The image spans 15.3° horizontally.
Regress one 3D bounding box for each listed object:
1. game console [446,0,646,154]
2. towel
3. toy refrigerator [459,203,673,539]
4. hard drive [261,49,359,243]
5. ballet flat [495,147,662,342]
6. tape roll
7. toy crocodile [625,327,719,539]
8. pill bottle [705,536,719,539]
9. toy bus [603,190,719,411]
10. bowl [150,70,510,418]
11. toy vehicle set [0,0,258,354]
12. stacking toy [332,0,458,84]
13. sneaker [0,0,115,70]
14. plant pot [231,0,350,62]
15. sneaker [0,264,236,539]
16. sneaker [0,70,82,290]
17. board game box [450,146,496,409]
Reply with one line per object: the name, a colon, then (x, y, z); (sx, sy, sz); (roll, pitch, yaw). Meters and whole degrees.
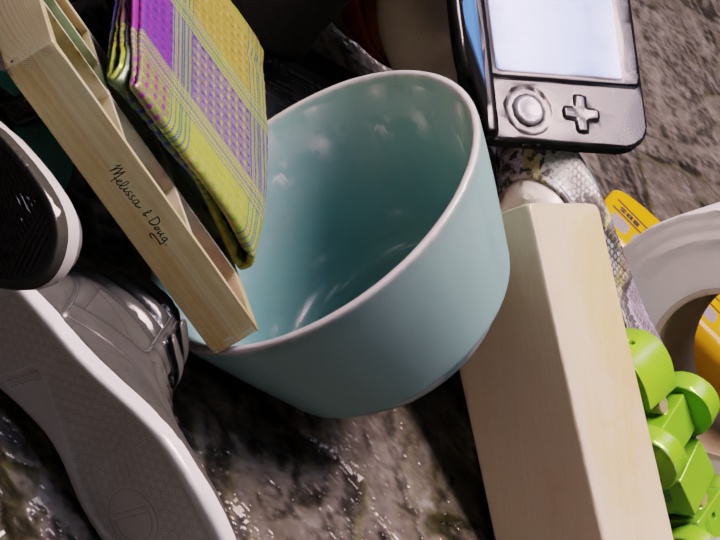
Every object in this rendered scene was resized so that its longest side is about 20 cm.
game console: (0.100, -0.181, 1.544); (0.176, 0.116, 0.200); (3, 71, -24)
towel: (-0.090, -0.108, 1.413); (0.144, 0.023, 0.200); (55, 19, -36)
toy refrigerator: (0.108, 0.068, 1.491); (0.070, 0.076, 0.200); (-1, 75, -47)
hard drive: (-0.036, -0.064, 1.593); (0.140, 0.033, 0.200); (27, 33, -31)
ballet flat: (0.122, 0.002, 1.585); (0.072, 0.072, 0.200); (-21, 85, -59)
tape roll: (0.234, 0.057, 1.616); (0.202, 0.202, 0.071); (53, 29, 13)
toy crocodile: (0.181, 0.123, 1.554); (0.068, 0.062, 0.200); (-52, 129, -41)
pill bottle: (0.193, 0.202, 1.444); (0.200, 0.116, 0.116); (-4, 55, -46)
toy bus: (0.212, 0.040, 1.750); (0.200, 0.065, 0.078); (45, 29, -1)
bowl: (0.000, 0.000, 1.423); (0.105, 0.201, 0.201); (52, 22, -32)
toy vehicle set: (-0.121, -0.063, 1.333); (0.200, 0.027, 0.124); (56, 6, -36)
stacking toy: (0.024, -0.181, 1.709); (0.146, 0.146, 0.200); (22, -3, -36)
sneaker: (-0.159, -0.119, 1.455); (0.075, 0.079, 0.200); (48, 30, 5)
plant pot: (-0.069, -0.242, 1.585); (0.177, 0.200, 0.200); (34, 24, -19)
sneaker: (-0.101, 0.068, 1.295); (0.200, 0.071, 0.099); (50, 33, 16)
sneaker: (-0.176, -0.045, 1.299); (0.200, 0.084, 0.121); (34, 17, 35)
board game box: (0.074, -0.007, 1.613); (0.136, 0.035, 0.200); (60, 23, -11)
